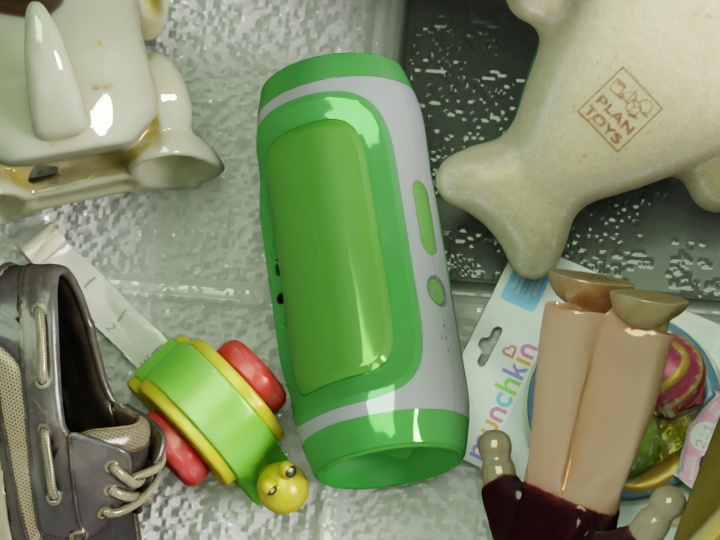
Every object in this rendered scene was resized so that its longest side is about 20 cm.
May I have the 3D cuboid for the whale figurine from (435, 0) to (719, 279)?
[{"bbox_3d":[0.127,-0.090,1.201,0.159,0.104,0.200,43,94,-9],"label":"whale figurine"}]

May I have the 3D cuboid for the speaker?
[{"bbox_3d":[0.000,0.000,1.179,0.088,0.088,0.201,-9,70,0],"label":"speaker"}]

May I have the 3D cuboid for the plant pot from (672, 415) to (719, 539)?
[{"bbox_3d":[0.274,0.060,1.070,0.195,0.194,0.200,29,42,-6],"label":"plant pot"}]

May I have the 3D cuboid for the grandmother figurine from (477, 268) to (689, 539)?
[{"bbox_3d":[0.094,0.103,1.121,0.060,0.121,0.201,6,98,-33],"label":"grandmother figurine"}]

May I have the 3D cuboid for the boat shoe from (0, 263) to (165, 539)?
[{"bbox_3d":[-0.131,0.090,1.118,0.073,0.074,0.200,-18,101,23],"label":"boat shoe"}]

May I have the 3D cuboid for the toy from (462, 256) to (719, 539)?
[{"bbox_3d":[0.142,0.067,1.166,0.200,0.047,0.115,25,73,11],"label":"toy"}]

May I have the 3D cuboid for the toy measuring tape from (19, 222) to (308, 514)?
[{"bbox_3d":[-0.097,0.042,1.178,0.074,0.074,0.200,-42,74,-11],"label":"toy measuring tape"}]

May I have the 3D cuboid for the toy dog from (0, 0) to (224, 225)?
[{"bbox_3d":[-0.166,-0.138,1.186,0.139,0.194,0.201,-14,79,8],"label":"toy dog"}]
